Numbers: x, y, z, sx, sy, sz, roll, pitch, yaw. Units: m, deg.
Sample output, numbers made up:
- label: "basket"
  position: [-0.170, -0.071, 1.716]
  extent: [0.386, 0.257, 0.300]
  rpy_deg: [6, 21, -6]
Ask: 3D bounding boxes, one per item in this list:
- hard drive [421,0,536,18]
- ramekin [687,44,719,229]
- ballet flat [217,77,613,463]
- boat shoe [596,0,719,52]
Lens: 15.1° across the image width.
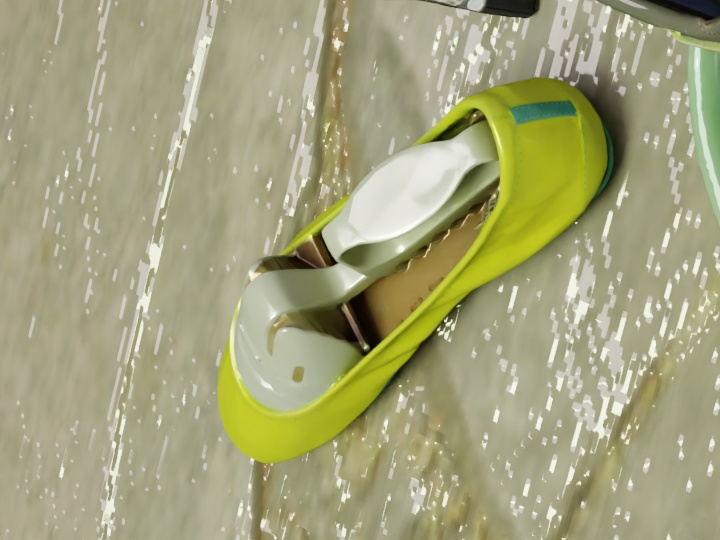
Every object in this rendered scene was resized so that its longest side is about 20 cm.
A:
- label: "hard drive"
  position: [0.013, -0.196, 0.933]
  extent: [0.139, 0.038, 0.201]
  rpy_deg: [17, 100, 37]
- label: "ramekin"
  position: [0.197, -0.054, 0.735]
  extent: [0.199, 0.098, 0.201]
  rpy_deg: [8, 102, 41]
- label: "ballet flat"
  position: [0.000, 0.000, 0.925]
  extent: [0.200, 0.067, 0.067]
  rpy_deg: [-40, 67, 32]
- label: "boat shoe"
  position: [0.108, -0.086, 0.701]
  extent: [0.201, 0.060, 0.072]
  rpy_deg: [23, 112, 38]
